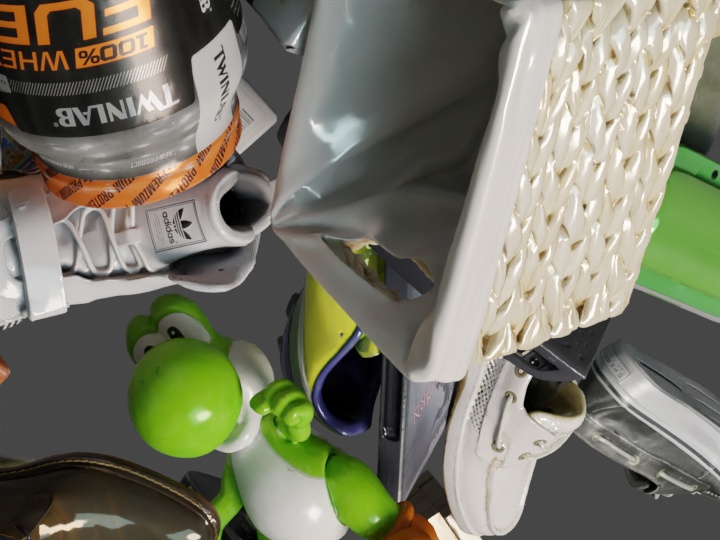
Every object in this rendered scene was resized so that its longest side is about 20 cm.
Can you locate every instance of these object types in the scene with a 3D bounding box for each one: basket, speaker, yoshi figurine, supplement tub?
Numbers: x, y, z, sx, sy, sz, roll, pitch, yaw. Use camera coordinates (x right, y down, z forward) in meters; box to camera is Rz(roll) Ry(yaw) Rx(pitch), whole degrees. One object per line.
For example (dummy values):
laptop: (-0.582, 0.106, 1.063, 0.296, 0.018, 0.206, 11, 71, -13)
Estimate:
basket: (0.058, -0.073, 1.122, 0.123, 0.136, 0.201, -13, 133, -34)
speaker: (0.181, -0.027, 1.491, 0.199, 0.089, 0.089, 21, 112, -45)
yoshi figurine: (-0.056, 0.103, 1.350, 0.112, 0.200, 0.112, -43, -176, -19)
supplement tub: (-0.119, -0.135, 1.118, 0.122, 0.123, 0.201, -26, 126, -16)

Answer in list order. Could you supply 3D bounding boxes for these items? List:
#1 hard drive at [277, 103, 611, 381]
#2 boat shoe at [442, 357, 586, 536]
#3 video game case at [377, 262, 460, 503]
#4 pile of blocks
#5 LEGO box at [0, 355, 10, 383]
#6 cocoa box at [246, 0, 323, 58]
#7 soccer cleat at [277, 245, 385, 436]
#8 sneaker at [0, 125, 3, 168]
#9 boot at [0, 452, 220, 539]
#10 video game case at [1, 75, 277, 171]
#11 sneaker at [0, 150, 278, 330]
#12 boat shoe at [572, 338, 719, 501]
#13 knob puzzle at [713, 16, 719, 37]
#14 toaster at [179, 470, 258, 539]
hard drive: (0.051, -0.043, 1.301, 0.200, 0.135, 0.042, 42, 135, -13)
boat shoe: (0.095, 0.078, 1.476, 0.071, 0.069, 0.201, -42, 144, -46)
video game case: (0.044, 0.013, 1.412, 0.143, 0.019, 0.201, -58, 157, -45)
pile of blocks: (0.063, 0.208, 1.612, 0.062, 0.082, 0.200, -36, 140, -4)
LEGO box: (-0.289, 0.040, 1.204, 0.149, 0.077, 0.200, -46, 139, 6)
cocoa box: (0.031, -0.200, 1.189, 0.133, 0.131, 0.201, 16, 115, -44)
soccer cleat: (0.001, 0.000, 1.378, 0.064, 0.084, 0.201, -9, 130, -25)
sneaker: (-0.235, -0.089, 1.118, 0.199, 0.077, 0.078, 24, 112, -32)
boot: (-0.173, 0.145, 1.303, 0.198, 0.097, 0.075, 7, 127, -2)
video game case: (-0.143, -0.082, 1.251, 0.143, 0.018, 0.200, -41, 139, 2)
sneaker: (-0.125, -0.018, 1.193, 0.199, 0.115, 0.076, -20, 102, -41)
boat shoe: (0.196, 0.109, 1.645, 0.071, 0.072, 0.200, -41, 130, 16)
knob puzzle: (0.224, -0.219, 1.393, 0.218, 0.030, 0.221, -20, 135, -21)
toaster: (-0.071, 0.247, 1.471, 0.118, 0.181, 0.201, 15, 115, -45)
